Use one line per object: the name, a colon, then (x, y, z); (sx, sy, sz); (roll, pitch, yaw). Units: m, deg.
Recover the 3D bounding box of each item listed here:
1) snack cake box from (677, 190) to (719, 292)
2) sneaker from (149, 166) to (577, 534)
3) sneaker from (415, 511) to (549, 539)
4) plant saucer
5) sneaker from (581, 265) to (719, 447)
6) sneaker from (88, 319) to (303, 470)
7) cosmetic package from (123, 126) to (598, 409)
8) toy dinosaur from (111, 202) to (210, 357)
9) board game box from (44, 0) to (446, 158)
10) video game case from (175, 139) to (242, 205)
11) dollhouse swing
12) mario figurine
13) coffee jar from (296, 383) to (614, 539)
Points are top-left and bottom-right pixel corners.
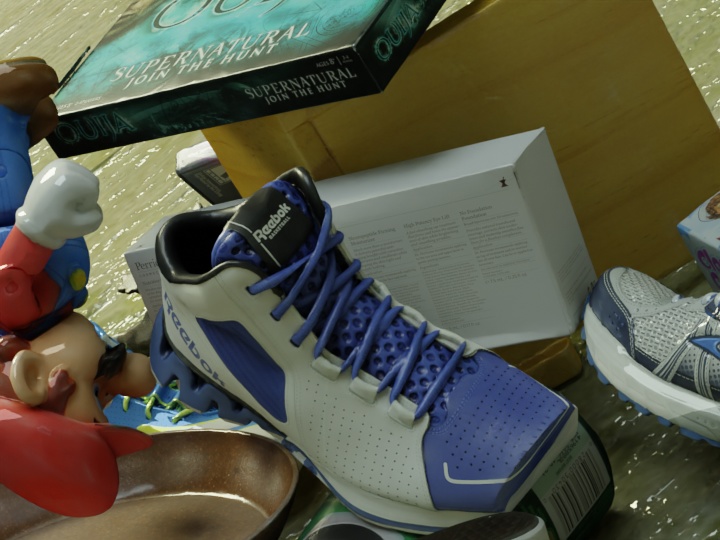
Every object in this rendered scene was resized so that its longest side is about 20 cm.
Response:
snack cake box: (0.254, -0.041, 1.207); (0.200, 0.067, 0.115); (-38, 28, -8)
sneaker: (-0.014, 0.027, 1.121); (0.199, 0.115, 0.081); (23, 57, 26)
sneaker: (-0.014, 0.162, 1.040); (0.199, 0.085, 0.073); (-17, 11, -1)
plant saucer: (-0.120, 0.126, 1.204); (0.200, 0.035, 0.200); (-13, 18, 4)
sneaker: (0.171, 0.034, 1.111); (0.200, 0.077, 0.085); (35, 114, 45)
sneaker: (-0.120, 0.077, 1.387); (0.200, 0.105, 0.076); (-4, 39, 46)
cosmetic package: (0.000, 0.000, 1.216); (0.199, 0.083, 0.051); (-12, 21, 28)
toy dinosaur: (-0.060, 0.030, 1.421); (0.200, 0.102, 0.077); (17, 66, 46)
board game box: (-0.044, -0.116, 1.256); (0.200, 0.028, 0.135); (-9, 35, 39)
video game case: (0.027, -0.053, 1.403); (0.200, 0.143, 0.019); (-19, 52, 26)
dollhouse swing: (0.050, -0.060, 1.319); (0.176, 0.200, 0.182); (-39, 27, -13)
mario figurine: (-0.129, 0.010, 1.213); (0.106, 0.201, 0.123); (-15, -11, 27)
coffee jar: (0.016, 0.135, 1.157); (0.104, 0.085, 0.200); (13, 51, 40)
